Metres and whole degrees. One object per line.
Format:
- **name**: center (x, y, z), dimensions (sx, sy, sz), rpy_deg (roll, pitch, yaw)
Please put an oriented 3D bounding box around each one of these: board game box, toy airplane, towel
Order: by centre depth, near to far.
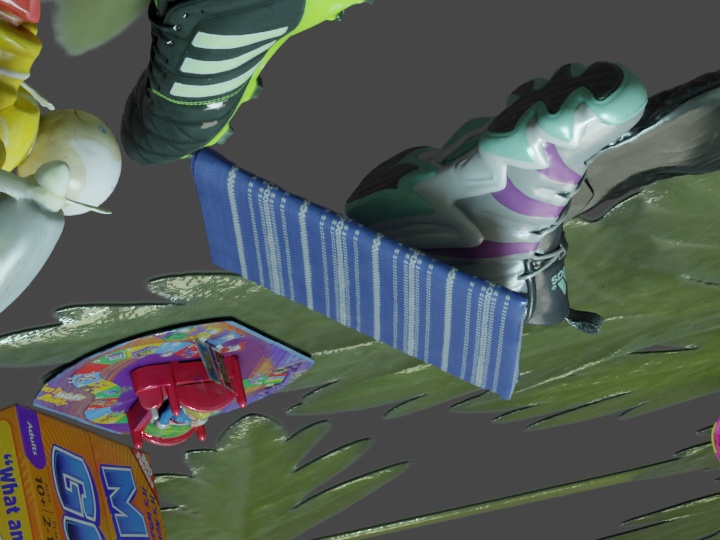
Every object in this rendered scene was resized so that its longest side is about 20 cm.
- **toy airplane**: center (-0.170, -0.038, 0.955), dimensions (0.140, 0.201, 0.199), rpy_deg (7, 154, -19)
- **towel**: center (0.000, 0.000, 1.267), dimensions (0.199, 0.024, 0.145), rpy_deg (25, 161, 11)
- **board game box**: center (-0.122, 0.091, 1.561), dimensions (0.157, 0.039, 0.200), rpy_deg (-22, 159, 17)
- **board game box**: center (-0.256, 0.234, 1.612), dimensions (0.199, 0.201, 0.200), rpy_deg (-21, 159, 16)

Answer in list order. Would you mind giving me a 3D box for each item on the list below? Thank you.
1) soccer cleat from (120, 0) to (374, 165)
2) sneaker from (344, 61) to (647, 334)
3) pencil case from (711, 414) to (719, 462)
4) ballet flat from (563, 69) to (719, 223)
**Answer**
- **soccer cleat**: center (-0.068, -0.114, 1.043), dimensions (0.081, 0.068, 0.200), rpy_deg (19, 144, -28)
- **sneaker**: center (0.102, -0.024, 1.264), dimensions (0.200, 0.140, 0.078), rpy_deg (-24, -161, 41)
- **pencil case**: center (0.367, 0.169, 2.058), dimensions (0.088, 0.089, 0.200), rpy_deg (-18, 161, 9)
- **ballet flat**: center (0.165, -0.081, 1.324), dimensions (0.199, 0.057, 0.067), rpy_deg (-21, 132, 2)
